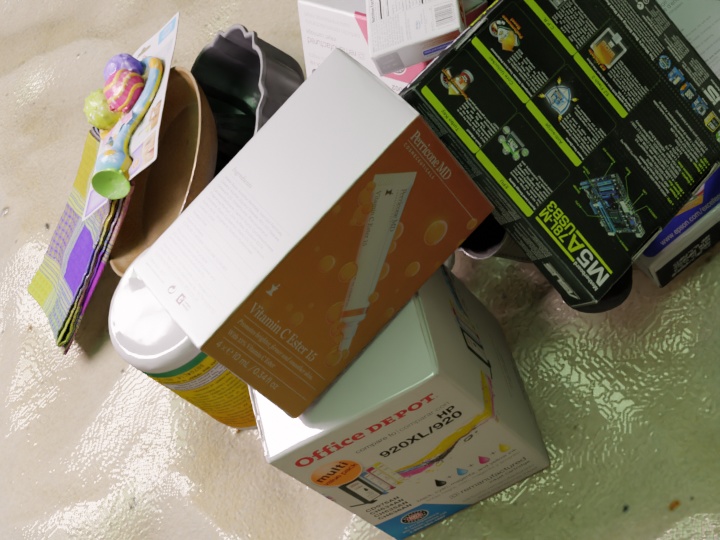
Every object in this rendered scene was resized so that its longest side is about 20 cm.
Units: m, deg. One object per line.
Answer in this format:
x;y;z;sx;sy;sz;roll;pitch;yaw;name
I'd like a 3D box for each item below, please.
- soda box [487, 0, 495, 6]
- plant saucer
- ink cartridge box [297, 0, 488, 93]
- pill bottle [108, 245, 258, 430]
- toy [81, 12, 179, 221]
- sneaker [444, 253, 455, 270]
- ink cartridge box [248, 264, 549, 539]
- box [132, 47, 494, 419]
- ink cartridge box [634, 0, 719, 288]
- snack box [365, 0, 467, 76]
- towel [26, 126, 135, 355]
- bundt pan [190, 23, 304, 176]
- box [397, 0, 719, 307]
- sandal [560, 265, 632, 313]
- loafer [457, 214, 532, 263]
0.101;-0.273;1.099;0.063;0.071;0.201;-37;50;8;soda box
-0.181;-0.088;1.251;0.200;0.035;0.203;-30;53;50;plant saucer
0.034;-0.131;1.115;0.146;0.202;0.082;23;42;39;ink cartridge box
-0.106;0.064;1.105;0.112;0.200;0.114;-14;58;25;pill bottle
-0.226;-0.154;1.254;0.115;0.047;0.202;-35;41;34;toy
0.000;0.000;1.122;0.199;0.073;0.072;-28;18;50;sneaker
0.024;0.085;1.011;0.146;0.200;0.146;-29;53;16;ink cartridge box
-0.029;-0.022;0.892;0.200;0.124;0.097;-47;50;1;box
0.247;-0.116;1.063;0.197;0.047;0.200;-39;51;2;ink cartridge box
0.038;-0.234;1.031;0.071;0.024;0.202;-17;48;16;snack box
-0.278;-0.036;1.329;0.202;0.023;0.144;-65;33;16;towel
-0.110;-0.122;1.258;0.201;0.075;0.204;-31;52;50;bundt pan
0.156;-0.112;0.955;0.193;0.200;0.047;-45;9;-15;box
0.165;-0.066;1.016;0.075;0.043;0.202;-15;59;4;sandal
0.093;-0.036;1.036;0.070;0.199;0.070;-41;51;30;loafer
